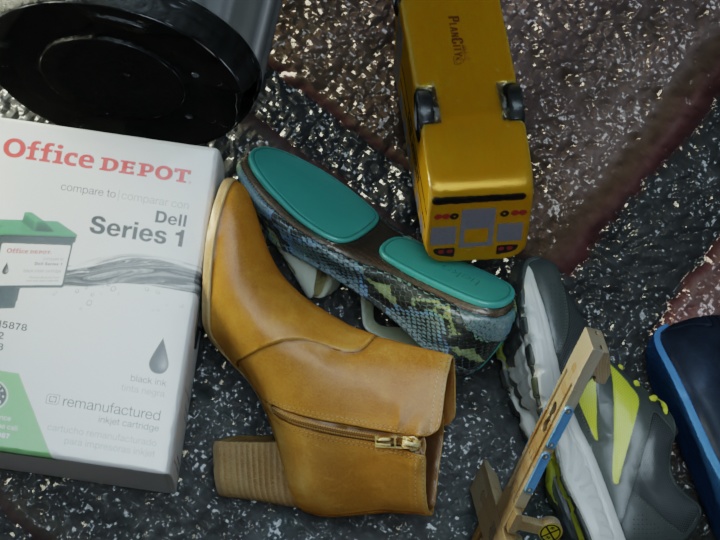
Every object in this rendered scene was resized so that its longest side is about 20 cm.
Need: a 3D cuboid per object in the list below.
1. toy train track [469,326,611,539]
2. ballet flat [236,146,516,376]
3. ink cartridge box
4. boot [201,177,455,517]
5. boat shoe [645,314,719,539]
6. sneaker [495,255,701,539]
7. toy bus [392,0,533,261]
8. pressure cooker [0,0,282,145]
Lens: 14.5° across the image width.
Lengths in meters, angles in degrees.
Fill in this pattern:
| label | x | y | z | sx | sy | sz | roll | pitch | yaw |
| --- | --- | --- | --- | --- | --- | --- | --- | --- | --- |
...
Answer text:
| label | x | y | z | sx | sy | sz | roll | pitch | yaw |
| --- | --- | --- | --- | --- | --- | --- | --- | --- | --- |
| toy train track | 0.106 | 0.122 | 1.638 | 0.032 | 0.115 | 0.200 | 14 | 119 | -17 |
| ballet flat | 0.000 | 0.000 | 1.695 | 0.200 | 0.074 | 0.074 | 33 | 75 | 23 |
| ink cartridge box | -0.165 | 0.019 | 1.668 | 0.146 | 0.084 | 0.201 | 8 | 77 | 0 |
| boot | -0.016 | 0.045 | 1.657 | 0.144 | 0.071 | 0.202 | 0 | 98 | 14 |
| boat shoe | 0.238 | 0.116 | 1.685 | 0.068 | 0.084 | 0.200 | -20 | 81 | -11 |
| sneaker | 0.142 | 0.084 | 1.696 | 0.084 | 0.074 | 0.201 | -16 | 87 | -15 |
| toy bus | 0.059 | -0.106 | 1.700 | 0.065 | 0.078 | 0.200 | -4 | 49 | -5 |
| pressure cooker | -0.126 | -0.193 | 1.668 | 0.175 | 0.179 | 0.200 | 9 | 64 | 9 |
